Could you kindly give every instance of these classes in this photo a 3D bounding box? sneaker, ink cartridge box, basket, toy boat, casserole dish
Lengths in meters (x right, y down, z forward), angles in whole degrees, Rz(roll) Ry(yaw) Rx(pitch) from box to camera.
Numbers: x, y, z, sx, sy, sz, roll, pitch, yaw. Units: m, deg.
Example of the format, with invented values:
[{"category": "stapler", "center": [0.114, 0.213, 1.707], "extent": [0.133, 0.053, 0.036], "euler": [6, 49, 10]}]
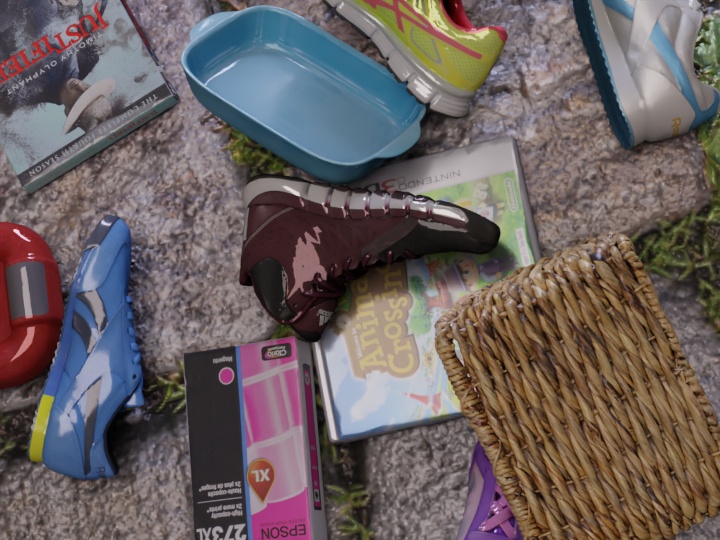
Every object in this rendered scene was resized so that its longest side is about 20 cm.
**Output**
[{"category": "sneaker", "center": [-0.192, 0.060, 1.183], "extent": [0.078, 0.066, 0.200], "euler": [12, 82, 2]}, {"category": "ink cartridge box", "center": [-0.077, 0.153, 1.145], "extent": [0.095, 0.037, 0.200], "euler": [-10, 78, 18]}, {"category": "basket", "center": [0.148, 0.090, 1.053], "extent": [0.149, 0.143, 0.200], "euler": [-27, 92, 2]}, {"category": "sneaker", "center": [0.099, 0.187, 1.077], "extent": [0.080, 0.088, 0.200], "euler": [12, 81, 16]}, {"category": "sneaker", "center": [0.000, 0.000, 1.130], "extent": [0.200, 0.076, 0.116], "euler": [9, 85, 24]}, {"category": "toy boat", "center": [-0.333, 0.030, 1.179], "extent": [0.200, 0.131, 0.131], "euler": [-12, 76, 9]}, {"category": "casserole dish", "center": [-0.045, -0.130, 1.174], "extent": [0.200, 0.039, 0.121], "euler": [34, 49, 19]}, {"category": "sneaker", "center": [0.033, -0.213, 1.170], "extent": [0.200, 0.078, 0.090], "euler": [46, 115, 6]}, {"category": "sneaker", "center": [0.204, -0.192, 1.147], "extent": [0.081, 0.077, 0.200], "euler": [-14, 82, 0]}]

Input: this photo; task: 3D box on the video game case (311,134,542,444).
[{"category": "video game case", "center": [0.047, 0.014, 1.158], "extent": [0.182, 0.022, 0.200], "euler": [-13, 76, 9]}]

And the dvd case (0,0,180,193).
[{"category": "dvd case", "center": [-0.253, -0.182, 1.263], "extent": [0.146, 0.022, 0.200], "euler": [-30, 75, 4]}]
